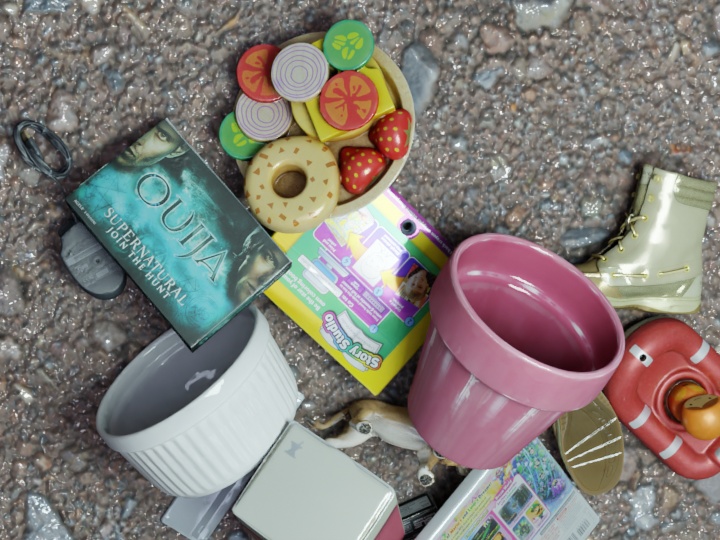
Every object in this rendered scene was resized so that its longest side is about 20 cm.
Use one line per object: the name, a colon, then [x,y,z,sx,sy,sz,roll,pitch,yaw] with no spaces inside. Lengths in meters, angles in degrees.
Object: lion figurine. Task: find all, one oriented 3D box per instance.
lion figurine: [0.043,0.171,1.453,0.198,0.123,0.073,21,111,2]

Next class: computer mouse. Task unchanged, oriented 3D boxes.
computer mouse: [-0.298,-0.062,1.387,0.058,0.034,0.202,-26,96,-13]

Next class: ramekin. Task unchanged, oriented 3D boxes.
ramekin: [-0.156,0.134,1.361,0.199,0.200,0.106,-35,113,-1]

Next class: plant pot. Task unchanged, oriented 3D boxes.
plant pot: [0.140,0.095,1.368,0.198,0.201,0.180,20,124,-12]

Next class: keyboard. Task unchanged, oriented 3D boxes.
keyboard: [-0.138,0.204,1.469,0.056,0.011,0.201,34,93,-8]

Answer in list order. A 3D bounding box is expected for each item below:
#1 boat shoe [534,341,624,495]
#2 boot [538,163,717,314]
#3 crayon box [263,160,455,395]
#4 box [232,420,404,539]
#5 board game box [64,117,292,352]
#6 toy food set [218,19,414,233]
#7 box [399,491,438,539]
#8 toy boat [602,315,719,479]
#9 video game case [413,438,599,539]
boat shoe: [0.236,0.148,1.489,0.070,0.065,0.202,-19,103,-3]
boot: [0.285,-0.038,1.460,0.197,0.073,0.158,6,100,-12]
crayon box: [0.000,0.000,1.429,0.200,0.058,0.173,43,92,-13]
box: [-0.037,0.254,1.369,0.127,0.200,0.109,32,74,17]
board game box: [-0.181,-0.037,1.358,0.135,0.028,0.200,-40,82,-13]
toy food set: [-0.044,-0.149,1.365,0.198,0.049,0.200,-25,77,7]
box: [0.018,0.359,1.500,0.198,0.050,0.159,-23,103,-4]
toy boat: [0.358,0.145,1.475,0.200,0.131,0.131,42,91,-14]
video game case: [0.156,0.291,1.476,0.200,0.024,0.182,-48,122,-13]
